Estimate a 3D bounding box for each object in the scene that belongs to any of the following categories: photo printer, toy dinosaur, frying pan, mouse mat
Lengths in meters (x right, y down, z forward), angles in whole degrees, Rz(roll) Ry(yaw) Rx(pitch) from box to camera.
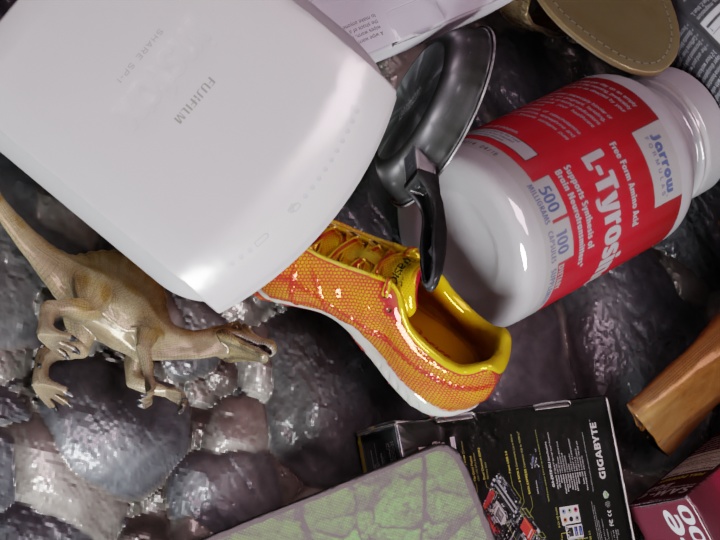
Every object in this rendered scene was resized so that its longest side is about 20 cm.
[{"bbox_3d":[-0.093,-0.089,1.268,0.200,0.069,0.167,40,86,3],"label":"photo printer"},{"bbox_3d":[-0.145,0.020,1.289,0.200,0.058,0.101,33,44,-12],"label":"toy dinosaur"},{"bbox_3d":[0.030,-0.059,1.359,0.031,0.115,0.191,27,62,-16],"label":"frying pan"},{"bbox_3d":[-0.004,0.200,1.318,0.199,0.008,0.162,-21,86,-19],"label":"mouse mat"}]

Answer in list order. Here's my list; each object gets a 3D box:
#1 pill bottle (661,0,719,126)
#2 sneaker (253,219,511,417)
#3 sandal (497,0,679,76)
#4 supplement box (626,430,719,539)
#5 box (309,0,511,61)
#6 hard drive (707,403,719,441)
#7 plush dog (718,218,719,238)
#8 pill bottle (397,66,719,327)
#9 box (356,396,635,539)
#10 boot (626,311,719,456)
[{"bbox_3d":[0.247,-0.135,1.510,0.106,0.106,0.200,-20,60,-36],"label":"pill bottle"},{"bbox_3d":[0.000,0.000,1.354,0.200,0.077,0.073,33,49,-2],"label":"sneaker"},{"bbox_3d":[0.109,-0.186,1.506,0.212,0.070,0.078,43,62,9],"label":"sandal"},{"bbox_3d":[0.266,0.138,1.485,0.200,0.061,0.109,-34,98,-35],"label":"supplement box"},{"bbox_3d":[-0.024,-0.202,1.394,0.200,0.097,0.177,-27,94,-37],"label":"box"},{"bbox_3d":[0.262,0.183,1.528,0.139,0.033,0.201,35,61,-23],"label":"hard drive"},{"bbox_3d":[0.327,-0.030,1.576,0.199,0.160,0.172,27,87,-26],"label":"plush dog"},{"bbox_3d":[0.127,-0.051,1.448,0.200,0.112,0.113,-27,94,-36],"label":"pill bottle"},{"bbox_3d":[0.089,0.180,1.400,0.159,0.049,0.201,-6,81,-33],"label":"box"},{"bbox_3d":[0.231,0.015,1.432,0.200,0.188,0.069,-39,73,-4],"label":"boot"}]
